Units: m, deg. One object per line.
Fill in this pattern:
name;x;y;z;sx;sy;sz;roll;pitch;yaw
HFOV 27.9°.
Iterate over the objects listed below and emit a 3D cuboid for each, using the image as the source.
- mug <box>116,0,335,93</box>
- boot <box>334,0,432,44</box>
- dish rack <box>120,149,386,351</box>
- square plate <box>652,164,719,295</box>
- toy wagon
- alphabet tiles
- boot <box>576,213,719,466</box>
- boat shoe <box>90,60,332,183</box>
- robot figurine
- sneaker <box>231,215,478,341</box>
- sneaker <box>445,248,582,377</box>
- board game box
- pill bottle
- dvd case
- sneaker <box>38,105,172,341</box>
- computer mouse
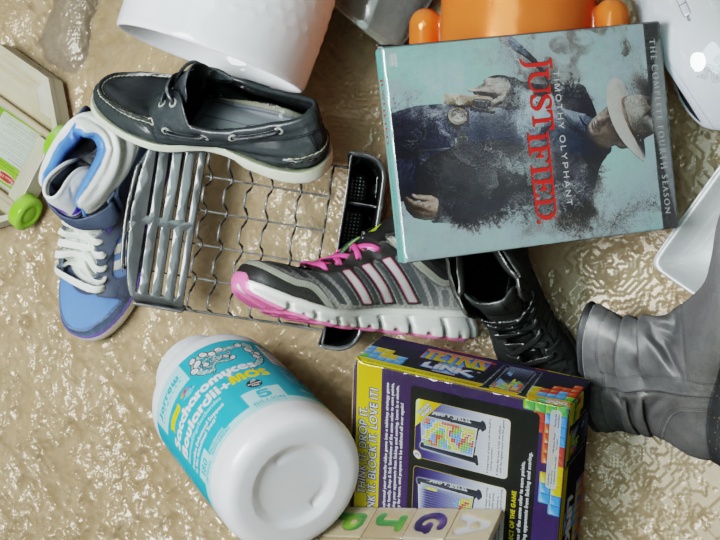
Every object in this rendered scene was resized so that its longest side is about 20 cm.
mug;-0.096;-0.243;1.085;0.200;0.147;0.176;20;90;54
boot;0.022;-0.298;1.122;0.182;0.073;0.200;46;113;19
dish rack;-0.087;-0.027;1.131;0.199;0.055;0.154;9;92;-1
square plate;0.334;-0.028;0.979;0.200;0.028;0.198;37;102;20
toy wagon;-0.339;-0.098;1.280;0.155;0.040;0.200;34;103;20
alphabet tiles;-0.010;0.227;0.978;0.167;0.200;0.008;-4;120;28
boot;0.208;0.040;0.990;0.131;0.070;0.201;15;117;32
boat shoe;-0.115;-0.125;1.090;0.199;0.075;0.066;21;142;18
robot figurine;0.113;-0.155;1.048;0.143;0.117;0.201;0;91;-13
sneaker;0.000;0.000;1.068;0.074;0.199;0.088;-175;92;-66
sneaker;0.101;0.022;1.038;0.060;0.104;0.200;-21;93;19
board game box;0.076;0.162;1.058;0.165;0.057;0.201;12;113;24
pill bottle;-0.090;0.118;1.098;0.200;0.111;0.111;36;105;56
dvd case;0.115;-0.088;0.980;0.199;0.022;0.147;-7;94;-14
sneaker;-0.228;-0.037;1.172;0.080;0.146;0.201;26;99;21
computer mouse;0.229;-0.192;1.015;0.109;0.044;0.200;-31;64;21
